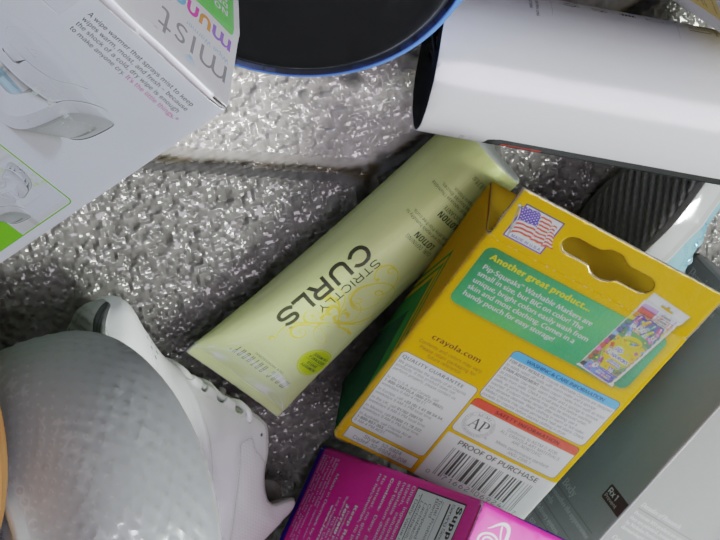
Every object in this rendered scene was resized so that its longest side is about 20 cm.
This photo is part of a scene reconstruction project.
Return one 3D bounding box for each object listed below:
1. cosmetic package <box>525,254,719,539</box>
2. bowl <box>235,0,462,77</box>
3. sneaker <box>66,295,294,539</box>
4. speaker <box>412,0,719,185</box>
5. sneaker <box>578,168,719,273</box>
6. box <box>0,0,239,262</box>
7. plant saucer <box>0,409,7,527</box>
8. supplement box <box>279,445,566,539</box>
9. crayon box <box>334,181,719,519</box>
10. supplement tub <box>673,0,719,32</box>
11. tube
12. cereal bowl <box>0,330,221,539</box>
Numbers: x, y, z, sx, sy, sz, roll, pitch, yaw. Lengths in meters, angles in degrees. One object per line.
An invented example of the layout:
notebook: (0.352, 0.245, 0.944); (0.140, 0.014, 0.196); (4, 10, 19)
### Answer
cosmetic package: (0.190, 0.103, 0.934); (0.090, 0.107, 0.200); (29, 103, -30)
bowl: (-0.034, -0.173, 0.687); (0.200, 0.039, 0.201); (7, 134, 7)
sneaker: (-0.102, 0.088, 0.856); (0.087, 0.074, 0.200); (-35, 127, -19)
speaker: (0.128, -0.095, 0.788); (0.199, 0.081, 0.081); (9, 115, -7)
sneaker: (0.161, 0.008, 0.895); (0.082, 0.074, 0.200); (24, 119, -29)
box: (-0.183, -0.113, 0.657); (0.176, 0.097, 0.200); (-31, 125, 25)
plant saucer: (-0.232, 0.083, 0.738); (0.037, 0.200, 0.201); (-9, 125, -49)
supplement box: (0.038, 0.175, 0.847); (0.101, 0.200, 0.104); (28, 81, -24)
crayon box: (0.088, 0.039, 0.830); (0.125, 0.052, 0.200); (27, 126, -12)
supplement tub: (0.213, -0.176, 0.731); (0.145, 0.200, 0.146); (-8, 120, -15)
tube: (0.000, 0.000, 0.846); (0.200, 0.052, 0.058); (-42, 84, 11)
cereal bowl: (-0.163, 0.133, 0.765); (0.083, 0.200, 0.201); (-6, 123, -45)
